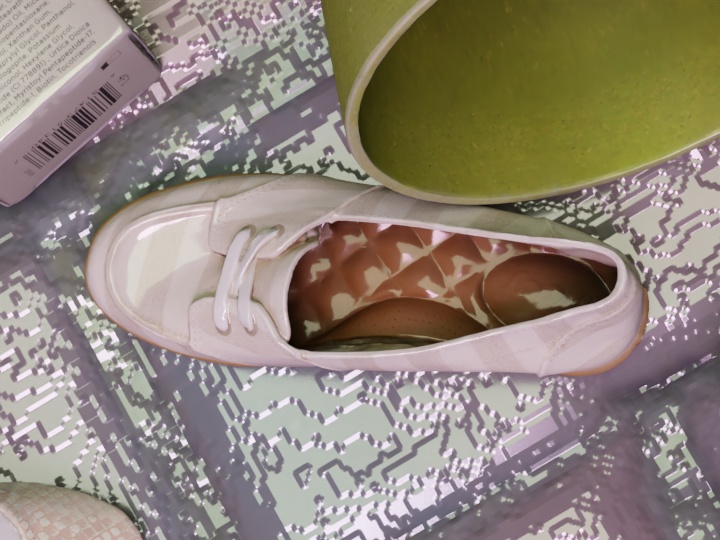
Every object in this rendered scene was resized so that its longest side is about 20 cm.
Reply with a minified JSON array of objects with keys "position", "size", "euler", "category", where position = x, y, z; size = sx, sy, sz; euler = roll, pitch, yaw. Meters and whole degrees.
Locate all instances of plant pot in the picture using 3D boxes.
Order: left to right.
[{"position":[0.054,-0.155,0.763],"size":[0.186,0.187,0.201],"euler":[-21,66,4],"category":"plant pot"}]

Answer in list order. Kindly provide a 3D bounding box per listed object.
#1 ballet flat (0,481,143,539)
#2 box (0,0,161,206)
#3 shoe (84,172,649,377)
[{"position":[-0.176,0.108,0.801],"size":[0.198,0.062,0.068],"euler":[-3,83,6],"category":"ballet flat"},{"position":[-0.165,-0.124,0.825],"size":[0.082,0.068,0.200],"euler":[-40,80,0],"category":"box"},{"position":[0.000,0.000,0.798],"size":[0.198,0.053,0.070],"euler":[4,83,7],"category":"shoe"}]
